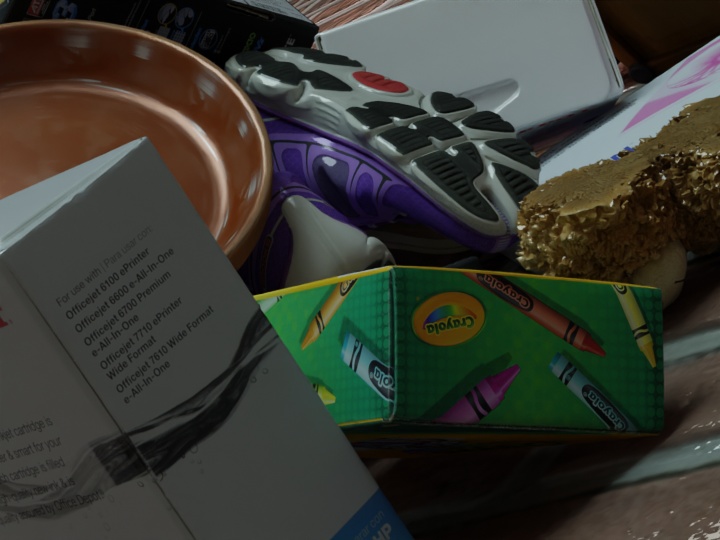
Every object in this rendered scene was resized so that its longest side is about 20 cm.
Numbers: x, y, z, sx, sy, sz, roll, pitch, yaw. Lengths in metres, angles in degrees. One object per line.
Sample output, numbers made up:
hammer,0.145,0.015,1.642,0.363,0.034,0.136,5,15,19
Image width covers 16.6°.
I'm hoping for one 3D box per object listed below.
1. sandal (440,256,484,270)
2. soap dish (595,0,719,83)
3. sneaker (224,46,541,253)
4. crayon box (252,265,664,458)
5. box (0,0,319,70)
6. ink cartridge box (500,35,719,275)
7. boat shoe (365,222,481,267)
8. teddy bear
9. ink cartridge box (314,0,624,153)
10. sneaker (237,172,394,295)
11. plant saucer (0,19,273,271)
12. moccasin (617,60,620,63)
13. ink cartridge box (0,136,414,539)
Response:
sandal,-0.015,0.066,1.125,0.200,0.045,0.075,-40,-13,9
soap dish,0.164,-0.202,1.430,0.157,0.200,0.081,-18,41,49
sneaker,0.010,-0.048,1.212,0.080,0.084,0.200,-15,30,-38
crayon box,0.014,0.040,0.969,0.118,0.059,0.200,4,-9,-28
box,-0.140,-0.066,1.252,0.198,0.050,0.200,10,-67,-46
ink cartridge box,0.153,-0.070,1.256,0.196,0.043,0.200,-34,12,-3
boat shoe,0.000,0.000,1.311,0.072,0.072,0.200,-16,11,-37
teddy bear,0.164,-0.038,1.064,0.200,0.067,0.145,-32,18,-35
ink cartridge box,0.059,-0.101,1.356,0.145,0.084,0.200,-19,-3,1
sneaker,-0.033,0.007,1.197,0.081,0.084,0.200,-33,-14,-20
plant saucer,-0.138,-0.037,1.090,0.199,0.032,0.201,1,46,-1
moccasin,0.106,-0.134,1.543,0.201,0.078,0.074,-40,-17,-18
ink cartridge box,-0.087,0.067,0.904,0.084,0.200,0.145,-42,15,-36
